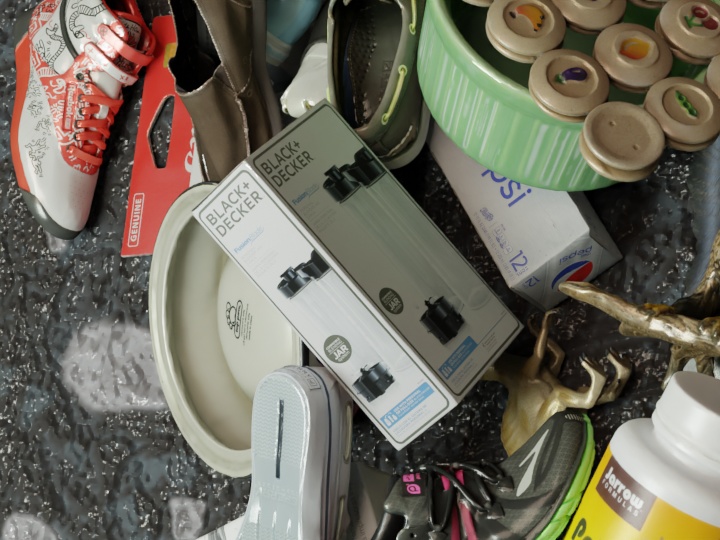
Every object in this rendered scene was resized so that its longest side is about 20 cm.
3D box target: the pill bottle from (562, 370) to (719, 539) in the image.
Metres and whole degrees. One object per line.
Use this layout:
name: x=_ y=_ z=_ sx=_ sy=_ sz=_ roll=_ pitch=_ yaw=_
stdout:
pill bottle: x=0.177 y=0.165 z=1.255 sx=0.109 sy=0.109 sz=0.201 roll=35 pitch=110 yaw=34

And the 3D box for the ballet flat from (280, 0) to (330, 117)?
ballet flat: x=-0.015 y=-0.095 z=1.471 sx=0.068 sy=0.068 sz=0.202 roll=-12 pitch=85 yaw=44

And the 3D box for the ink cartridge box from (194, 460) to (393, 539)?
ink cartridge box: x=-0.047 y=0.236 z=1.408 sx=0.199 sy=0.084 sz=0.145 roll=-28 pitch=63 yaw=20

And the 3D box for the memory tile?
memory tile: x=0.154 y=-0.149 z=1.298 sx=0.152 sy=0.017 sz=0.201 roll=-24 pitch=63 yaw=-25

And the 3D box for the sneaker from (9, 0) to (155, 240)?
sneaker: x=-0.210 y=-0.132 z=1.630 sx=0.107 sy=0.067 sz=0.203 roll=-23 pitch=61 yaw=30

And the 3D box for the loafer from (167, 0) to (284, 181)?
loafer: x=-0.104 y=-0.129 z=1.464 sx=0.073 sy=0.071 sz=0.202 roll=20 pitch=125 yaw=43

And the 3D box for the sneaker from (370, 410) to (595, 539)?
sneaker: x=0.058 y=0.149 z=1.282 sx=0.200 sy=0.077 sz=0.084 roll=-39 pitch=103 yaw=2

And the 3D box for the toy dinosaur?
toy dinosaur: x=0.131 y=0.094 z=1.377 sx=0.101 sy=0.058 sz=0.201 roll=-53 pitch=47 yaw=24

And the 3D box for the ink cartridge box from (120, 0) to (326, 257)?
ink cartridge box: x=-0.106 y=-0.113 z=1.579 sx=0.175 sy=0.045 sz=0.202 roll=-3 pitch=73 yaw=29

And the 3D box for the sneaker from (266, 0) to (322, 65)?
sneaker: x=-0.087 y=-0.238 z=1.539 sx=0.082 sy=0.074 sz=0.200 roll=-45 pitch=61 yaw=12

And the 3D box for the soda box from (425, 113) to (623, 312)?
soda box: x=0.095 y=-0.074 z=1.434 sx=0.068 sy=0.063 sz=0.201 roll=-37 pitch=59 yaw=13

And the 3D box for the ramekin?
ramekin: x=0.131 y=-0.148 z=1.365 sx=0.198 sy=0.098 sz=0.201 roll=6 pitch=55 yaw=-8

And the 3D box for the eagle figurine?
eagle figurine: x=0.247 y=-0.022 z=1.311 sx=0.152 sy=0.151 sz=0.200 roll=42 pitch=62 yaw=-6

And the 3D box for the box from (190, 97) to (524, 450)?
box: x=0.000 y=0.000 z=1.342 sx=0.200 sy=0.117 sz=0.060 roll=49 pitch=127 yaw=0

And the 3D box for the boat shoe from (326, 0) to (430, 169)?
boat shoe: x=0.013 y=-0.172 z=1.421 sx=0.072 sy=0.060 sz=0.204 roll=-6 pitch=74 yaw=23

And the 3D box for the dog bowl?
dog bowl: x=-0.066 y=0.036 z=1.446 sx=0.200 sy=0.073 sz=0.202 roll=16 pitch=110 yaw=53

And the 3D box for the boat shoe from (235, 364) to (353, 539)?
boat shoe: x=-0.034 y=0.158 z=1.336 sx=0.073 sy=0.066 sz=0.202 roll=21 pitch=107 yaw=38
